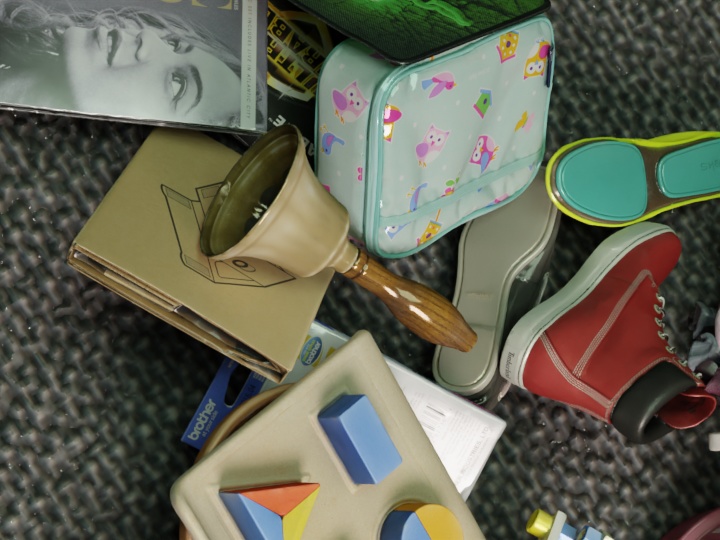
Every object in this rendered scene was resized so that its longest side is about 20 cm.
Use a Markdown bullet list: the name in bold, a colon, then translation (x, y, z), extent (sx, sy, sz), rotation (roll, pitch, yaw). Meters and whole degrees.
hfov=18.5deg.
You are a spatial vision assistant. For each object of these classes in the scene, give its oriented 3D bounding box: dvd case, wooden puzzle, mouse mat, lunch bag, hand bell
- **dvd case**: translation (-0.162, -0.174, 1.549), extent (0.199, 0.016, 0.149), rotation (6, 71, -16)
- **wooden puzzle**: translation (-0.008, 0.164, 1.439), extent (0.200, 0.046, 0.186), rotation (-40, 107, -35)
- **mouse mat**: translation (0.015, -0.207, 1.558), extent (0.161, 0.008, 0.200), rotation (-25, 46, -38)
- **lunch bag**: translation (0.057, -0.102, 1.567), extent (0.200, 0.077, 0.161), rotation (-25, 128, -40)
- **hand bell**: translation (0.000, 0.000, 1.490), extent (0.200, 0.104, 0.104), rotation (36, 65, -24)

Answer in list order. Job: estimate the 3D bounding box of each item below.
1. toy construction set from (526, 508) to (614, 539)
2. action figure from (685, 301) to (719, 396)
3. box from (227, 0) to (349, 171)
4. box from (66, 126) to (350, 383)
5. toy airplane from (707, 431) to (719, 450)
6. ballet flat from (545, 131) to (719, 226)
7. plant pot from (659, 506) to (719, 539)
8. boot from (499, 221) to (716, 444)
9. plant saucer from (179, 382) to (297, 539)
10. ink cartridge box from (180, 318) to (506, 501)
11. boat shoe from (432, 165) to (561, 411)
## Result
- **toy construction set**: translation (0.093, 0.259, 1.504), extent (0.092, 0.131, 0.200), rotation (44, 65, -3)
- **action figure**: translation (0.344, 0.069, 1.652), extent (0.199, 0.149, 0.134), rotation (22, 62, 2)
- **box**: translation (-0.047, -0.162, 1.621), extent (0.200, 0.049, 0.160), rotation (42, 64, -5)
- **box**: translation (-0.096, -0.019, 1.508), extent (0.163, 0.021, 0.200), rotation (30, 31, -3)
- **toy airplane**: translation (0.338, 0.094, 1.511), extent (0.198, 0.200, 0.142), rotation (10, 100, -9)
- **ballet flat**: translation (0.203, -0.069, 1.666), extent (0.199, 0.067, 0.067), rotation (-8, 94, -34)
- **plant pot**: translation (0.310, 0.253, 1.559), extent (0.199, 0.179, 0.201), rotation (5, 75, -19)
- **boot**: translation (0.212, 0.048, 1.597), extent (0.144, 0.073, 0.200), rotation (26, 45, 25)
- **plant saucer**: translation (-0.040, 0.175, 1.466), extent (0.200, 0.037, 0.201), rotation (6, 80, -38)
- **ink cartridge box**: translation (-0.013, 0.110, 1.537), extent (0.199, 0.042, 0.120), rotation (28, 92, -13)
- **boat shoe**: translation (0.101, 0.016, 1.627), extent (0.067, 0.057, 0.201), rotation (11, 62, 21)
